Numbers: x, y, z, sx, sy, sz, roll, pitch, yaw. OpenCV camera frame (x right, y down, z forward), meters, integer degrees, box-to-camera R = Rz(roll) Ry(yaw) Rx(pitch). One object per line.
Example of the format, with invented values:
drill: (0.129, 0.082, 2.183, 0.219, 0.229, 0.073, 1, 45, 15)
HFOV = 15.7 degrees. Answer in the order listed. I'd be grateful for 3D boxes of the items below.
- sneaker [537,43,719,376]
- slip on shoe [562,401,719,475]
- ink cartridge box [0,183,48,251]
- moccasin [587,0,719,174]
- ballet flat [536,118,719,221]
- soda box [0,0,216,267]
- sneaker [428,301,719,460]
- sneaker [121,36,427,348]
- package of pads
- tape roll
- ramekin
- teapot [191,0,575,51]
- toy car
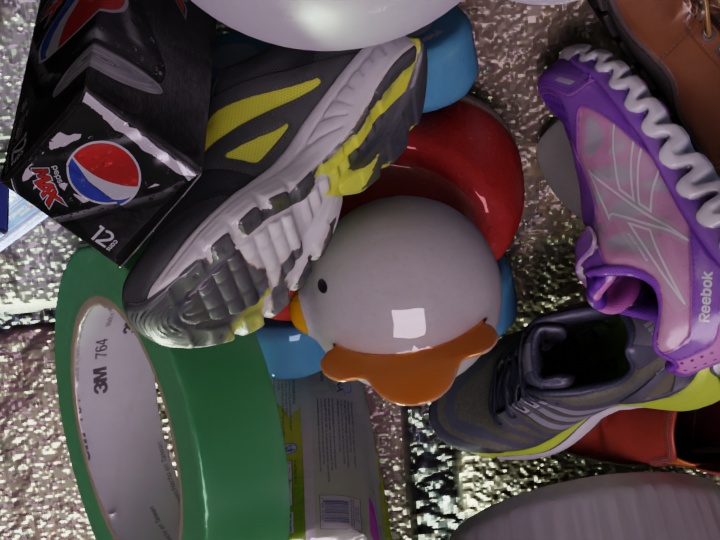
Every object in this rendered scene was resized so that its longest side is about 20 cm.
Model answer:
sneaker: (0.134, -0.026, 1.271, 0.088, 0.200, 0.080, -38, 146, 4)
slip on shoe: (0.169, 0.075, 1.386, 0.200, 0.061, 0.074, 5, 98, 34)
ink cartridge box: (-0.262, -0.028, 1.293, 0.200, 0.042, 0.119, 21, 140, -37)
moccasin: (0.157, -0.134, 1.279, 0.078, 0.074, 0.201, -34, 118, 8)
ballet flat: (0.176, -0.013, 1.368, 0.200, 0.064, 0.067, 35, 115, -24)
soda box: (-0.112, -0.091, 1.206, 0.071, 0.200, 0.063, 36, 114, -21)
sneaker: (0.102, 0.049, 1.362, 0.081, 0.074, 0.200, 11, 155, -42)
sneaker: (-0.051, -0.043, 1.205, 0.085, 0.200, 0.075, 25, 146, 28)
package of pads: (-0.016, 0.168, 1.423, 0.068, 0.155, 0.200, -7, 126, 1)
tape roll: (-0.099, 0.081, 1.327, 0.048, 0.200, 0.201, -13, 128, -24)
ramekin: (0.133, 0.181, 1.439, 0.202, 0.094, 0.202, -8, 158, -3)
teapot: (-0.012, -0.176, 1.191, 0.197, 0.200, 0.146, -31, 163, -12)
toy car: (0.000, 0.000, 1.280, 0.177, 0.200, 0.185, -9, 124, 2)
